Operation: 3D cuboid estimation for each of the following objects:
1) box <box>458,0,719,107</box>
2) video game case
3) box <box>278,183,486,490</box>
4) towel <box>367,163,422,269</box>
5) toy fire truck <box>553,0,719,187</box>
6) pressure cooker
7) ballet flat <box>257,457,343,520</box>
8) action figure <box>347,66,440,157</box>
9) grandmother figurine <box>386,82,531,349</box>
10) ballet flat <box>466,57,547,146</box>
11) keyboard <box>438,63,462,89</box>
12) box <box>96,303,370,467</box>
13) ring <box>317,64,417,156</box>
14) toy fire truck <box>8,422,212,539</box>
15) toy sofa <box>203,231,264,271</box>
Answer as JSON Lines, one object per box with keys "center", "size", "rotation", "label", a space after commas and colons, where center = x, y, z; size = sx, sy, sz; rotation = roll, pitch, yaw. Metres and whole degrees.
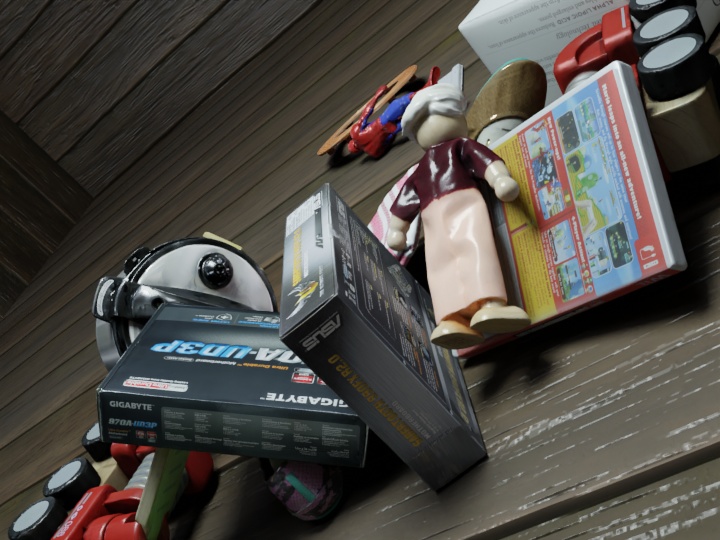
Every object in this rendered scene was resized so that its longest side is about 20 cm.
{"center": [0.237, -0.270, 0.791], "size": [0.200, 0.131, 0.199], "rotation": [-53, 24, -21], "label": "box"}
{"center": [0.123, -0.033, 0.582], "size": [0.200, 0.017, 0.144], "rotation": [-32, 60, 48], "label": "video game case"}
{"center": [0.011, 0.038, 0.603], "size": [0.048, 0.159, 0.200], "rotation": [-37, 23, 14], "label": "box"}
{"center": [0.000, 0.000, 0.792], "size": [0.200, 0.030, 0.147], "rotation": [-52, 15, 33], "label": "towel"}
{"center": [0.182, -0.108, 0.646], "size": [0.199, 0.129, 0.177], "rotation": [-19, 31, 28], "label": "toy fire truck"}
{"center": [-0.182, 0.055, 0.865], "size": [0.175, 0.180, 0.200], "rotation": [-31, 7, -27], "label": "pressure cooker"}
{"center": [-0.067, 0.133, 0.688], "size": [0.069, 0.071, 0.200], "rotation": [-41, 21, -3], "label": "ballet flat"}
{"center": [0.054, -0.218, 1.105], "size": [0.199, 0.065, 0.100], "rotation": [-27, 33, 45], "label": "action figure"}
{"center": [0.066, -0.047, 0.605], "size": [0.120, 0.060, 0.202], "rotation": [-19, 65, 31], "label": "grandmother figurine"}
{"center": [0.109, -0.091, 0.732], "size": [0.200, 0.067, 0.073], "rotation": [124, 155, -45], "label": "ballet flat"}
{"center": [0.112, -0.221, 1.095], "size": [0.056, 0.011, 0.201], "rotation": [-39, 21, 28], "label": "keyboard"}
{"center": [-0.085, 0.084, 0.655], "size": [0.198, 0.046, 0.159], "rotation": [5, 22, 4], "label": "box"}
{"center": [0.013, -0.238, 1.251], "size": [0.200, 0.019, 0.201], "rotation": [-41, 12, 11], "label": "ring"}
{"center": [-0.188, 0.184, 0.725], "size": [0.199, 0.129, 0.176], "rotation": [-18, 23, 28], "label": "toy fire truck"}
{"center": [-0.219, 0.057, 1.106], "size": [0.082, 0.098, 0.201], "rotation": [21, 65, 40], "label": "toy sofa"}
